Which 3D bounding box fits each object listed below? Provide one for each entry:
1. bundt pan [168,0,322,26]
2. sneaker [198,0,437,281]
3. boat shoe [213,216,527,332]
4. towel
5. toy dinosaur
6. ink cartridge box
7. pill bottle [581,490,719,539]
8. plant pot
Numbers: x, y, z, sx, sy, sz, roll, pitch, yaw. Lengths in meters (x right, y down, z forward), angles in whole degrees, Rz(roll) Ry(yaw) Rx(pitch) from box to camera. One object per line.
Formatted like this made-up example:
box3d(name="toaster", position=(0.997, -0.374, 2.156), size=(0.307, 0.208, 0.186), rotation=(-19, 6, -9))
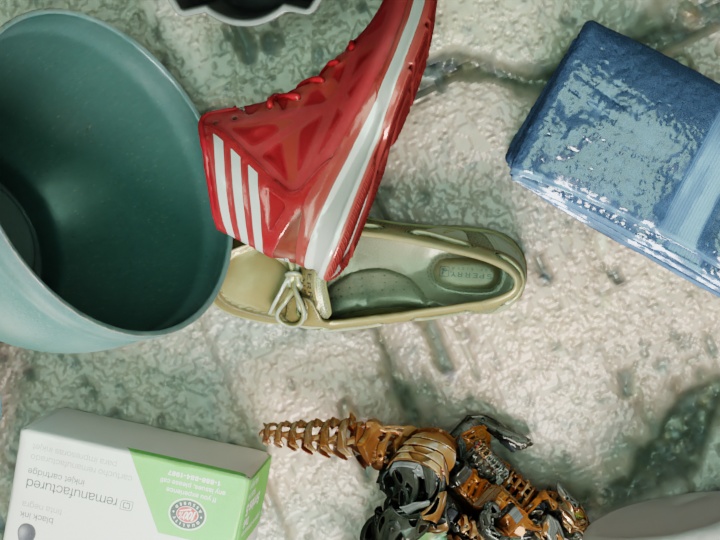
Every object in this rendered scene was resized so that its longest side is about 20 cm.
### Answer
box3d(name="bundt pan", position=(-0.064, -0.245, 1.063), size=(0.201, 0.076, 0.203), rotation=(1, 96, 7))
box3d(name="sneaker", position=(-0.031, -0.104, 1.055), size=(0.115, 0.078, 0.200), rotation=(19, 74, 6))
box3d(name="boat shoe", position=(0.001, 0.003, 1.085), size=(0.200, 0.063, 0.073), rotation=(3, 95, 6))
box3d(name="towel", position=(0.194, -0.059, 1.066), size=(0.200, 0.049, 0.112), rotation=(29, 97, 3))
box3d(name="toy dinosaur", position=(0.036, 0.144, 1.093), size=(0.200, 0.102, 0.136), rotation=(18, 74, 18))
box3d(name="ink cartridge box", position=(-0.148, 0.201, 1.108), size=(0.145, 0.084, 0.201), rotation=(11, 96, 5))
box3d(name="pill bottle", position=(0.204, 0.242, 1.060), size=(0.112, 0.113, 0.201), rotation=(-12, 94, 7))
box3d(name="plant pot", position=(-0.193, -0.036, 1.053), size=(0.134, 0.200, 0.201), rotation=(-23, 93, 35))
